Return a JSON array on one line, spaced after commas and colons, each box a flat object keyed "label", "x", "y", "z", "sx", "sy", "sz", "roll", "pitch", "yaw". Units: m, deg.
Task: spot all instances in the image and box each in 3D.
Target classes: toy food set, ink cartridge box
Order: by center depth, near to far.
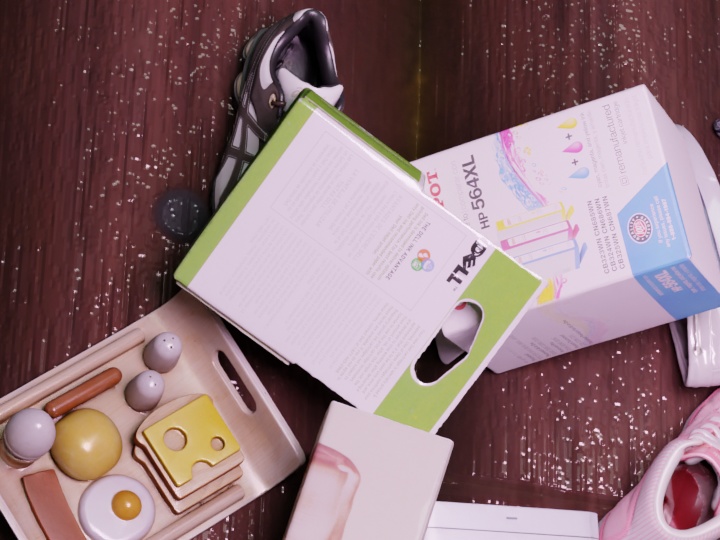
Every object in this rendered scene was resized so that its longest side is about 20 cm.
[{"label": "toy food set", "x": -0.149, "y": 0.111, "z": 1.666, "sx": 0.199, "sy": 0.060, "sz": 0.144, "roll": -30, "pitch": 81, "yaw": -27}, {"label": "ink cartridge box", "x": 0.000, "y": 0.000, "z": 1.697, "sx": 0.200, "sy": 0.076, "sz": 0.148, "roll": 36, "pitch": 99, "yaw": -4}, {"label": "ink cartridge box", "x": 0.127, "y": -0.021, "z": 1.750, "sx": 0.199, "sy": 0.125, "sz": 0.129, "roll": -18, "pitch": 71, "yaw": 14}]

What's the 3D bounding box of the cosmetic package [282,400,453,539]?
[{"label": "cosmetic package", "x": -0.015, "y": 0.199, "z": 1.648, "sx": 0.087, "sy": 0.103, "sz": 0.201, "roll": 19, "pitch": 64, "yaw": 2}]

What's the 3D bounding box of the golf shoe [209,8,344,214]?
[{"label": "golf shoe", "x": -0.054, "y": -0.086, "z": 1.763, "sx": 0.077, "sy": 0.094, "sz": 0.201, "roll": 7, "pitch": 68, "yaw": -19}]

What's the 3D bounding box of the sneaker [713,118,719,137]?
[{"label": "sneaker", "x": 0.351, "y": -0.101, "z": 1.887, "sx": 0.114, "sy": 0.200, "sz": 0.076, "roll": -43, "pitch": 130, "yaw": -20}]

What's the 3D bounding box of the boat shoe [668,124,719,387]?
[{"label": "boat shoe", "x": 0.229, "y": -0.009, "z": 1.854, "sx": 0.065, "sy": 0.072, "sz": 0.201, "roll": -11, "pitch": 73, "yaw": -11}]

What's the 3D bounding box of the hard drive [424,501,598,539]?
[{"label": "hard drive", "x": 0.100, "y": 0.256, "z": 1.720, "sx": 0.131, "sy": 0.027, "sz": 0.201, "roll": 6, "pitch": 68, "yaw": -18}]

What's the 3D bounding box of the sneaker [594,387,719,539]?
[{"label": "sneaker", "x": 0.248, "y": 0.134, "z": 1.781, "sx": 0.075, "sy": 0.105, "sz": 0.200, "roll": 47, "pitch": 60, "yaw": 5}]
